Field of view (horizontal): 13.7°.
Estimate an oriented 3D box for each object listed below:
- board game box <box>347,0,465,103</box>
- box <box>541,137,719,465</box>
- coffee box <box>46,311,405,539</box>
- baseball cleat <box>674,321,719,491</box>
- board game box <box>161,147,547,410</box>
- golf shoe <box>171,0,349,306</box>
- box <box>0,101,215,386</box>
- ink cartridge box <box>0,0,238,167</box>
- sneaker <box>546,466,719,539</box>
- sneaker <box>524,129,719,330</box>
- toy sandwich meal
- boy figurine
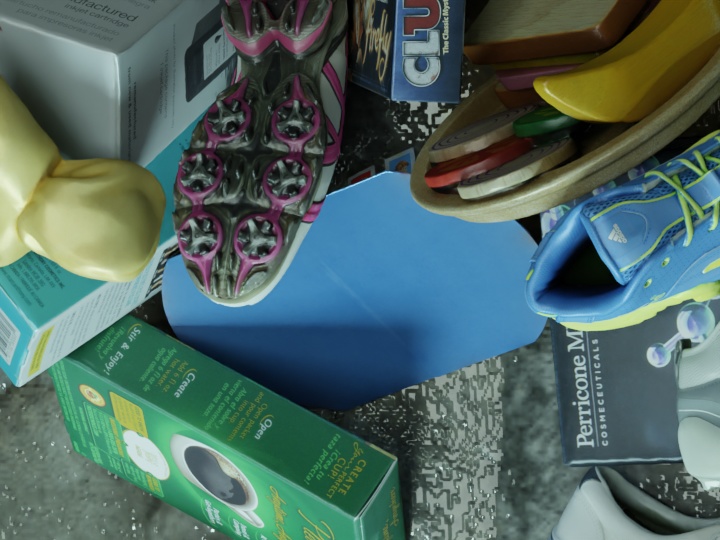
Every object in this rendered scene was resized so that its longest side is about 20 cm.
[{"bbox_3d":[0.017,-0.157,1.466,0.034,0.200,0.136,1,97,-9],"label":"board game box"},{"bbox_3d":[0.199,0.009,1.442,0.199,0.107,0.150,-5,94,24],"label":"box"},{"bbox_3d":[-0.069,0.096,1.572,0.199,0.123,0.044,27,64,20],"label":"coffee box"},{"bbox_3d":[0.232,0.050,1.329,0.199,0.070,0.107,-5,95,22],"label":"baseball cleat"},{"bbox_3d":[0.000,0.000,1.537,0.199,0.158,0.039,-21,47,26],"label":"board game box"},{"bbox_3d":[-0.037,-0.067,1.461,0.072,0.092,0.201,4,64,17],"label":"golf shoe"},{"bbox_3d":[-0.106,-0.026,1.527,0.049,0.200,0.082,50,155,9],"label":"box"},{"bbox_3d":[-0.132,-0.138,1.516,0.144,0.200,0.084,18,128,20],"label":"ink cartridge box"},{"bbox_3d":[0.183,0.161,1.492,0.199,0.073,0.071,24,108,19],"label":"sneaker"},{"bbox_3d":[0.157,-0.023,1.332,0.199,0.105,0.076,-32,86,24],"label":"sneaker"},{"bbox_3d":[0.098,-0.103,1.408,0.204,0.205,0.070,-24,112,24],"label":"toy sandwich meal"},{"bbox_3d":[-0.183,-0.055,1.423,0.199,0.064,0.125,22,133,16],"label":"boy figurine"}]
